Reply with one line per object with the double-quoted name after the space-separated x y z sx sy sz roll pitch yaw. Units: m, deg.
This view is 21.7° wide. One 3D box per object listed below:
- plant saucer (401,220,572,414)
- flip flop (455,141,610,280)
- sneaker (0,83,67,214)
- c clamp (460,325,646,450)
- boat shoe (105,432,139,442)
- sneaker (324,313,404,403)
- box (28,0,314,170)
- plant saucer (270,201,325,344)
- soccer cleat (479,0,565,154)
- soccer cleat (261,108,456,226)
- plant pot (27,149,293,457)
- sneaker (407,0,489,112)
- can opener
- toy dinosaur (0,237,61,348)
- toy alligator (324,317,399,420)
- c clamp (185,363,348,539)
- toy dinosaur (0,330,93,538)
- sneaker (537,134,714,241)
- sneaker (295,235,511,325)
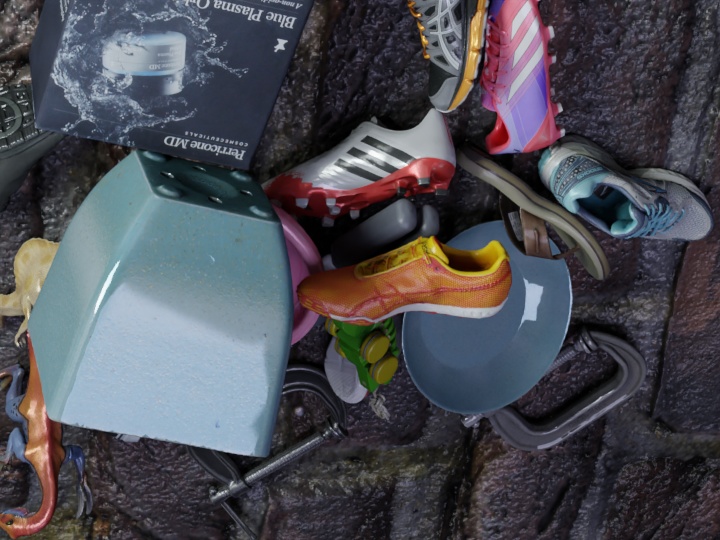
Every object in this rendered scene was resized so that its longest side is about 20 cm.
0.119 0.042 1.867 0.200 0.039 0.203 -10 111 -27 "plant saucer"
0.159 -0.049 1.799 0.199 0.081 0.058 35 93 -27 "flip flop"
-0.329 -0.096 1.668 0.199 0.076 0.091 -25 139 15 "sneaker"
0.197 0.122 1.973 0.199 0.027 0.171 -31 128 12 "c clamp"
-0.233 0.113 1.817 0.070 0.073 0.200 7 146 -12 "boat shoe"
0.022 0.038 1.863 0.081 0.077 0.201 -14 136 -38 "sneaker"
-0.159 -0.211 1.581 0.195 0.118 0.201 10 126 -20 "box"
-0.127 -0.006 1.760 0.199 0.051 0.202 6 131 7 "plant saucer"
0.137 -0.187 1.703 0.076 0.067 0.201 -18 133 -2 "soccer cleat"
-0.004 -0.097 1.743 0.198 0.086 0.069 -11 156 25 "soccer cleat"
-0.158 0.014 1.609 0.195 0.196 0.201 12 109 -21 "plant pot"
0.075 -0.233 1.654 0.076 0.079 0.201 6 124 -1 "sneaker"
0.000 0.000 1.768 0.053 0.067 0.200 14 152 -33 "can opener"
-0.281 0.008 1.741 0.200 0.102 0.058 -40 160 22 "toy dinosaur"
0.015 0.076 1.795 0.054 0.059 0.200 -46 149 -15 "toy alligator"
-0.092 0.181 1.965 0.199 0.027 0.171 -35 122 16 "c clamp"
-0.316 0.155 1.786 0.104 0.182 0.201 -7 128 -7 "toy dinosaur"
0.263 -0.057 1.820 0.199 0.087 0.078 17 122 -25 "sneaker"
0.039 0.002 1.705 0.198 0.073 0.078 -6 122 -11 "sneaker"
